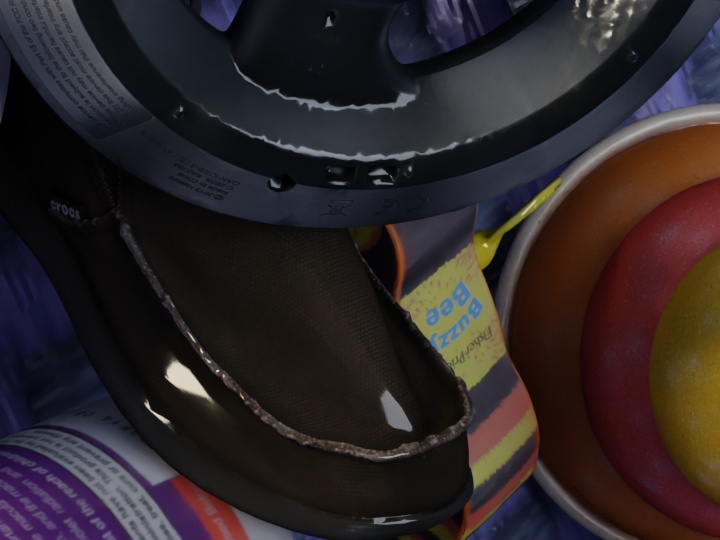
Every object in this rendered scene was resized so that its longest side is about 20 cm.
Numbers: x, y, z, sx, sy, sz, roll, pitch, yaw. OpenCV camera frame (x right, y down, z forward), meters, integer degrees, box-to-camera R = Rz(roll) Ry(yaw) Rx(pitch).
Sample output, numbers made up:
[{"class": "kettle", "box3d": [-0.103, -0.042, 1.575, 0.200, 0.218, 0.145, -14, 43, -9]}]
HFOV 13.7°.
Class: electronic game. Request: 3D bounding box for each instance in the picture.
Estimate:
[{"class": "electronic game", "box3d": [0.006, -0.100, 0.681, 0.200, 0.042, 0.200, -9, 121, -15]}]

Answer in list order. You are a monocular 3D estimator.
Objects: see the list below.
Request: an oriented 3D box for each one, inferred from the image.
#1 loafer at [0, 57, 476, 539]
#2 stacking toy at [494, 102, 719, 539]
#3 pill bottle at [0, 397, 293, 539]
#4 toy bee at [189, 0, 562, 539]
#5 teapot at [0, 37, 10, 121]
[{"class": "loafer", "box3d": [-0.041, -0.015, 0.753, 0.073, 0.071, 0.200, -23, 61, -44]}, {"class": "stacking toy", "box3d": [0.126, 0.030, 0.855, 0.146, 0.200, 0.146, -1, 97, -10]}, {"class": "pill bottle", "box3d": [-0.116, 0.112, 0.727, 0.200, 0.111, 0.112, -22, 101, -39]}, {"class": "toy bee", "box3d": [0.000, 0.000, 0.832, 0.200, 0.109, 0.131, 42, 64, -30]}, {"class": "teapot", "box3d": [-0.153, -0.055, 0.685, 0.197, 0.146, 0.200, -46, 116, -31]}]
